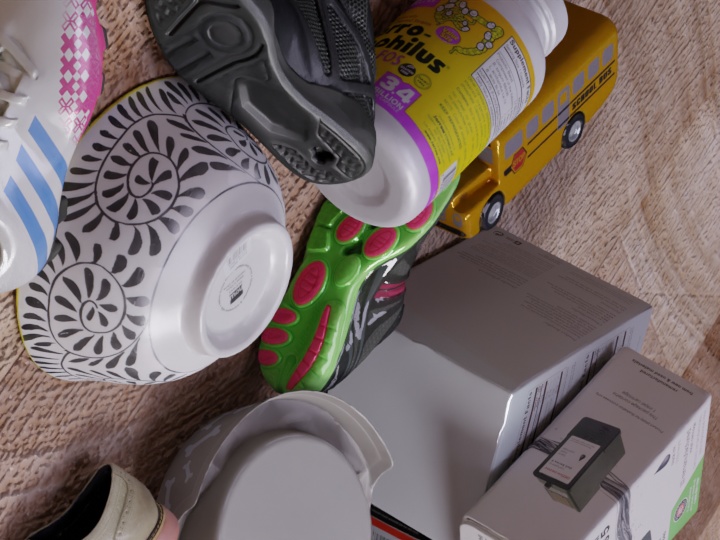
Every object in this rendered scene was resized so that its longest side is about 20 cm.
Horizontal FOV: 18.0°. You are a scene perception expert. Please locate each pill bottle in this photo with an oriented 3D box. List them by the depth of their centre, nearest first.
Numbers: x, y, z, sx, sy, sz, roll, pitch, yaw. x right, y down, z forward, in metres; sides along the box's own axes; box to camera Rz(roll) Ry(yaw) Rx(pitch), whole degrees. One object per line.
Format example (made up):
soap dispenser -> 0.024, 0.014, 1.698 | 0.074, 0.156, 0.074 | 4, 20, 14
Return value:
pill bottle -> 0.053, -0.125, 1.512 | 0.200, 0.104, 0.104 | -45, 148, -32

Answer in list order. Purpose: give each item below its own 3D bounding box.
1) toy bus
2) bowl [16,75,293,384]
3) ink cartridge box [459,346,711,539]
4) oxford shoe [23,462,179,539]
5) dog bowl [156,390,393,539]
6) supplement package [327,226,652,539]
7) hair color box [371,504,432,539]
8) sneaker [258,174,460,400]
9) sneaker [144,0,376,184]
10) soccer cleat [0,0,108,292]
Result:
toy bus -> 0.110, -0.111, 1.665 | 0.200, 0.065, 0.078 | -44, 147, -33
bowl -> -0.102, -0.007, 1.355 | 0.201, 0.094, 0.201 | -42, 146, -37
ink cartridge box -> 0.164, 0.177, 1.657 | 0.200, 0.084, 0.146 | -43, 150, -30
oxford shoe -> -0.202, 0.205, 1.416 | 0.200, 0.071, 0.074 | -51, 126, -22
dog bowl -> -0.057, 0.181, 1.531 | 0.200, 0.059, 0.200 | 2, 88, -44
supplement package -> 0.091, 0.087, 1.709 | 0.200, 0.152, 0.151 | -27, 137, -49
hair color box -> 0.075, 0.172, 1.811 | 0.200, 0.101, 0.061 | -36, 141, -44
sneaker -> 0.000, 0.000, 1.574 | 0.200, 0.077, 0.084 | -55, 159, 5
sneaker -> -0.055, -0.149, 1.346 | 0.199, 0.076, 0.114 | 42, 42, -39
soccer cleat -> -0.185, -0.072, 1.178 | 0.086, 0.070, 0.200 | -26, 135, -50
